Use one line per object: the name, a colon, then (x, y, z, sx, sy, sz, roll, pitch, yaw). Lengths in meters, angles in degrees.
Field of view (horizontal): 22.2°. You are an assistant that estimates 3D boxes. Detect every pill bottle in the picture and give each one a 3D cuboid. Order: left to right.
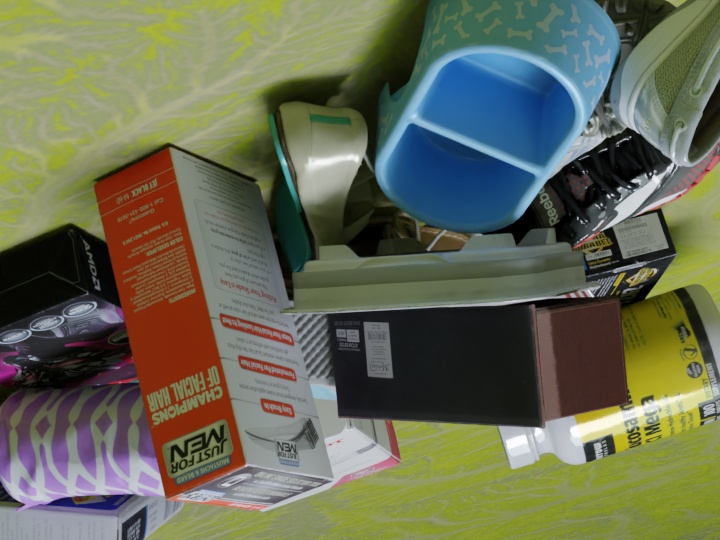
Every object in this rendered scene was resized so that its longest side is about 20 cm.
pill bottle: (0.205, 0.093, 1.516, 0.198, 0.113, 0.113, -19, 161, 2)

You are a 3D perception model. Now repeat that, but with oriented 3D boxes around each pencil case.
pencil case: (-0.153, 0.118, 1.237, 0.198, 0.086, 0.084, -3, -163, 29)

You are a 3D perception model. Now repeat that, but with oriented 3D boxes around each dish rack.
dish rack: (0.053, 0.000, 1.155, 0.170, 0.044, 0.200, -3, -178, 19)

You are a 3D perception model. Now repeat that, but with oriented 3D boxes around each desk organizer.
desk organizer: (0.071, 0.055, 1.155, 0.076, 0.073, 0.199, -7, -177, -37)

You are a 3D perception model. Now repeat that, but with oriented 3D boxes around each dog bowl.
dog bowl: (0.070, -0.088, 1.040, 0.111, 0.050, 0.200, 22, 148, -7)

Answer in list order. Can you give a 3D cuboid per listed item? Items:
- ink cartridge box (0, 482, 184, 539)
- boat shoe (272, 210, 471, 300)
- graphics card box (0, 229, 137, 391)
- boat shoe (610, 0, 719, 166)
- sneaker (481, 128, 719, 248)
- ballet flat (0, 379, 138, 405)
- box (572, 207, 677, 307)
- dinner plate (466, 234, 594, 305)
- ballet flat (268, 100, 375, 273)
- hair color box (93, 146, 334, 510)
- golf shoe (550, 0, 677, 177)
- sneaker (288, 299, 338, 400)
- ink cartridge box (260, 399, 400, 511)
ink cartridge box: (-0.251, 0.172, 1.394, 0.198, 0.048, 0.198, 3, -174, 8)
boat shoe: (0.000, 0.000, 1.286, 0.198, 0.074, 0.063, -8, 159, -19)
graphics card box: (-0.199, 0.037, 1.256, 0.124, 0.051, 0.200, -21, 160, 12)
boat shoe: (0.226, -0.141, 0.998, 0.202, 0.065, 0.074, -42, 142, -1)
sneaker: (0.159, -0.060, 1.230, 0.200, 0.071, 0.098, -30, 176, 35)
ballet flat: (-0.209, 0.117, 1.474, 0.198, 0.069, 0.075, 2, 176, -32)
box: (0.158, 0.021, 1.524, 0.158, 0.050, 0.200, -16, 161, -12)
dinner plate: (0.094, 0.037, 1.412, 0.198, 0.024, 0.201, 11, 137, 10)
ballet flat: (-0.019, -0.049, 1.144, 0.069, 0.070, 0.200, -14, 162, -6)
hair color box: (-0.089, 0.038, 1.117, 0.063, 0.202, 0.111, -24, 160, 21)
golf shoe: (0.139, -0.113, 1.123, 0.097, 0.079, 0.200, -27, 176, -42)
sneaker: (-0.026, 0.055, 1.265, 0.081, 0.075, 0.199, 5, 168, 46)
ink cartridge box: (-0.059, 0.141, 1.619, 0.145, 0.084, 0.200, -19, 162, 7)
